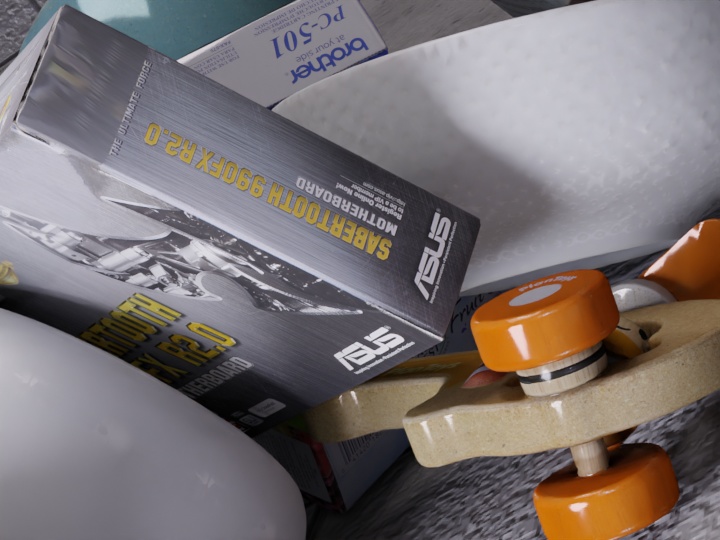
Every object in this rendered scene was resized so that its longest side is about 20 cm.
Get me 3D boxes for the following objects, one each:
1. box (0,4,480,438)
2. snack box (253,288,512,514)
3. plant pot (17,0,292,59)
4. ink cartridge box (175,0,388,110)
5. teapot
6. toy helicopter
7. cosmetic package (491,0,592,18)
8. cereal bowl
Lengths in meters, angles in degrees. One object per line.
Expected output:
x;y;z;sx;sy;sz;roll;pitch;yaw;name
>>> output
-0.072;-0.006;0.841;0.200;0.158;0.049;-30;38;61;box
0.000;0.000;1.029;0.142;0.053;0.200;21;54;40;snack box
-0.082;-0.081;1.372;0.200;0.200;0.135;-37;51;-1;plant pot
-0.080;-0.037;0.985;0.199;0.044;0.094;-28;-27;-7;ink cartridge box
-0.127;0.109;0.873;0.147;0.197;0.200;-63;5;-15;teapot
0.055;0.034;0.846;0.132;0.079;0.199;-30;13;-39;toy helicopter
0.111;-0.195;1.106;0.165;0.199;0.165;-56;14;2;cosmetic package
0.069;-0.041;0.900;0.199;0.084;0.200;-13;-5;-1;cereal bowl
